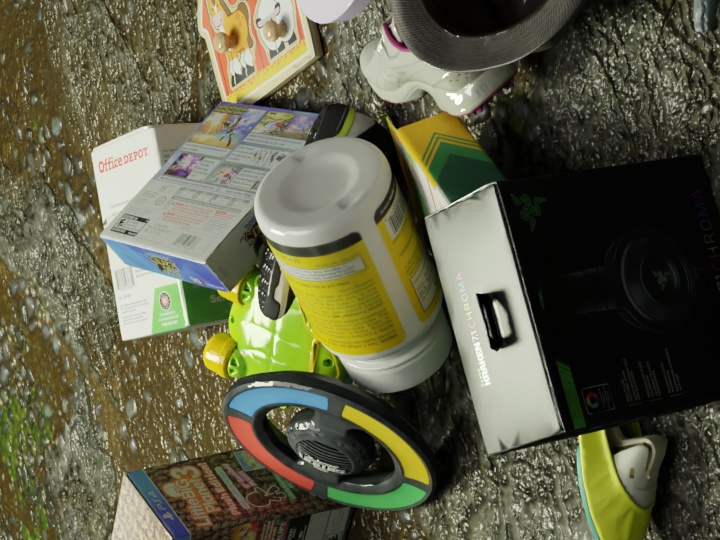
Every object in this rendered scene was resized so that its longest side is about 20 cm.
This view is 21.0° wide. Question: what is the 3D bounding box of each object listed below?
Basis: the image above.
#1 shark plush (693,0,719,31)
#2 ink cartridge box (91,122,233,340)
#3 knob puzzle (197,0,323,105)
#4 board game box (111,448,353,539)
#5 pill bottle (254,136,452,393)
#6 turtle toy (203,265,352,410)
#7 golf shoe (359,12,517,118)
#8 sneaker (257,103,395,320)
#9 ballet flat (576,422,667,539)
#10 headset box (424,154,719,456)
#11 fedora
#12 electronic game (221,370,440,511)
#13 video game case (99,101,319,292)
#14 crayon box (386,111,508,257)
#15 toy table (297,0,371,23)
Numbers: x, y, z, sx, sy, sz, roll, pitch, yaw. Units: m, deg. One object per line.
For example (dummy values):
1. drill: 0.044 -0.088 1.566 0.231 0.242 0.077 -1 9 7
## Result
1. shark plush: 0.221 -0.262 1.272 0.091 0.083 0.200 33 124 48
2. ink cartridge box: -0.189 -0.039 1.937 0.146 0.084 0.201 -12 88 56
3. knob puzzle: -0.113 -0.262 1.820 0.219 0.030 0.220 19 113 54
4. board game box: -0.124 0.259 1.805 0.097 0.200 0.160 46 132 41
5. pill bottle: 0.000 0.000 1.571 0.114 0.114 0.200 36 158 47
6. turtle toy: -0.050 0.034 1.729 0.146 0.101 0.200 24 117 25
7. golf shoe: 0.047 -0.179 1.528 0.092 0.075 0.200 51 165 -25
8. sneaker: -0.023 -0.046 1.643 0.072 0.083 0.200 177 114 -78
9. ballet flat: 0.190 0.115 1.432 0.067 0.067 0.201 -18 80 35
10. headset box: 0.155 0.022 1.333 0.093 0.200 0.175 -27 75 55
11. fedora: 0.113 -0.229 1.409 0.177 0.090 0.201 -14 72 32
12. electronic game: -0.026 0.149 1.674 0.200 0.200 0.042 -31 30 54
13. video game case: -0.121 -0.070 1.758 0.200 0.181 0.045 14 149 55
14. crayon box: 0.081 -0.040 1.487 0.200 0.051 0.126 -120 10 -63
15. toy table: 0.028 -0.288 1.524 0.184 0.117 0.200 61 143 27
